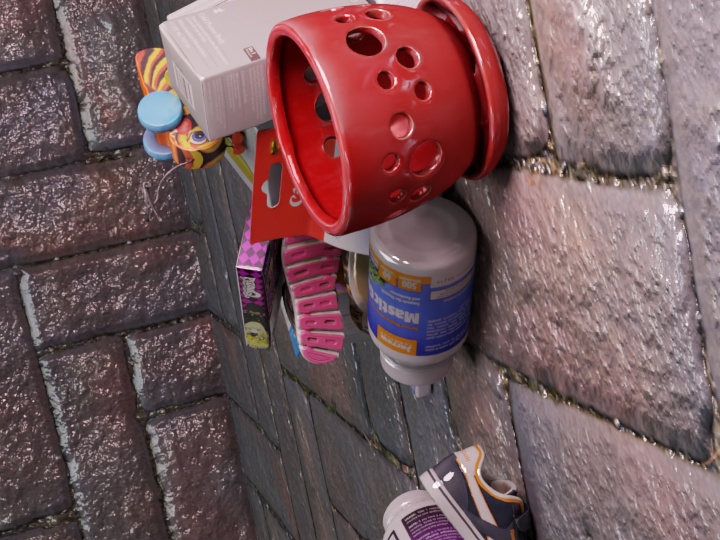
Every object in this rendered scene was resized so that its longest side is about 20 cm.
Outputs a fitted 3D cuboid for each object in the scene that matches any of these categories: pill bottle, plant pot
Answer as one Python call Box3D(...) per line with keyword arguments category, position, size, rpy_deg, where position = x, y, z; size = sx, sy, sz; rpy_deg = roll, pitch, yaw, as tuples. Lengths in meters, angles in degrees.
Box3D(category="pill bottle", position=(0.095, 0.349, 1.679), size=(0.200, 0.112, 0.113), rpy_deg=(-123, 24, -56))
Box3D(category="pill bottle", position=(0.062, 0.028, 1.502), size=(0.201, 0.111, 0.112), rpy_deg=(91, 160, -45))
Box3D(category="plant pot", position=(0.029, -0.149, 1.308), size=(0.200, 0.181, 0.202), rpy_deg=(165, 90, -74))

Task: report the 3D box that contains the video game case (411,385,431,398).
Box3D(category="video game case", position=(0.047, 0.025, 1.754), size=(0.183, 0.022, 0.201), rpy_deg=(-118, 20, -47))

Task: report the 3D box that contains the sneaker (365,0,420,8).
Box3D(category="sneaker", position=(0.014, -0.301, 1.460), size=(0.114, 0.075, 0.201), rpy_deg=(133, 120, -71))

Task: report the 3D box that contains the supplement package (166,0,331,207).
Box3D(category="supplement package", position=(-0.091, -0.199, 1.557), size=(0.200, 0.150, 0.152), rpy_deg=(51, 161, 28))

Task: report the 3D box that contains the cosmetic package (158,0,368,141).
Box3D(category="cosmetic package", position=(-0.084, -0.215, 1.409), size=(0.107, 0.199, 0.091), rpy_deg=(51, 157, 38))

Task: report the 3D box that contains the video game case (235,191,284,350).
Box3D(category="video game case", position=(-0.108, -0.036, 1.689), size=(0.182, 0.036, 0.201), rpy_deg=(90, -172, -58))

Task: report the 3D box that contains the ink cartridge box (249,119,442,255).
Box3D(category="ink cartridge box", position=(-0.011, -0.083, 1.476), size=(0.161, 0.199, 0.047), rpy_deg=(99, 157, -44))

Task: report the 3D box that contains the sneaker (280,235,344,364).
Box3D(category="sneaker", position=(-0.061, 0.006, 1.688), size=(0.087, 0.073, 0.201), rpy_deg=(-138, 41, -70))

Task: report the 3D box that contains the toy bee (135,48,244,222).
Box3D(category="toy bee", position=(-0.178, -0.145, 1.499), size=(0.131, 0.108, 0.202), rpy_deg=(113, 151, -78))

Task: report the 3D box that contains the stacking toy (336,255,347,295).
Box3D(category="stacking toy", position=(-0.033, -0.013, 1.815), size=(0.200, 0.109, 0.117), rpy_deg=(-142, 43, -80))

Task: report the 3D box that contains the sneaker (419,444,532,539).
Box3D(category="sneaker", position=(0.148, 0.273, 1.487), size=(0.201, 0.079, 0.078), rpy_deg=(55, 178, -14))

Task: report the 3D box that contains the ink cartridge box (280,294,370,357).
Box3D(category="ink cartridge box", position=(-0.058, 0.005, 1.960), size=(0.068, 0.115, 0.201), rpy_deg=(120, 134, -69))

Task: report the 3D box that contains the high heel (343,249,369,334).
Box3D(category="high heel", position=(0.000, 0.000, 1.703), size=(0.143, 0.071, 0.201), rpy_deg=(-134, 24, -60))
